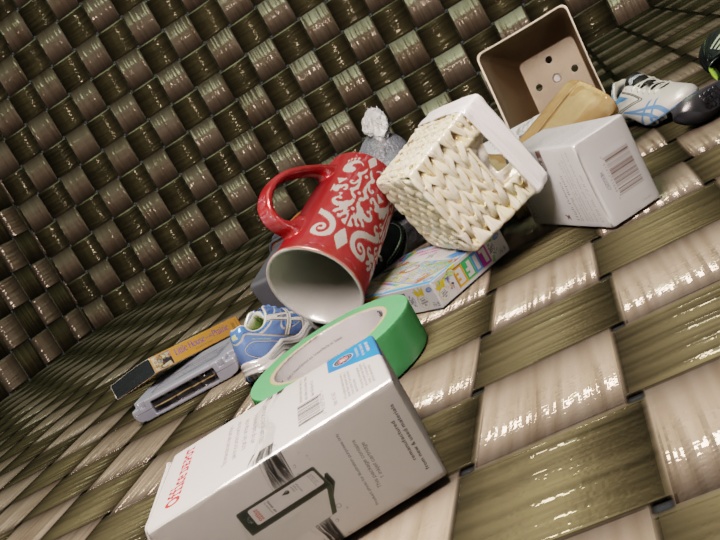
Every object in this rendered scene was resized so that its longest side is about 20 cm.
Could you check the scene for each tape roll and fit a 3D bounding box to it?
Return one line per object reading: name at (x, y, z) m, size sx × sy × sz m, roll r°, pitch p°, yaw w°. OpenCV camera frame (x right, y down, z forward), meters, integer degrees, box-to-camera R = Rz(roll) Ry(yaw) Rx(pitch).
tape roll at (-0.024, 0.099, 0.909) m, size 0.198 × 0.049 × 0.201 m, roll -30°, pitch 11°, yaw 6°

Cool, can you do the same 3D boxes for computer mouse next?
computer mouse at (0.483, -0.231, 1.068) m, size 0.197 × 0.034 × 0.059 m, roll -27°, pitch -15°, yaw -3°

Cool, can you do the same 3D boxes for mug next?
mug at (-0.031, -0.065, 1.085) m, size 0.131 × 0.179 × 0.202 m, roll 1°, pitch 45°, yaw 25°

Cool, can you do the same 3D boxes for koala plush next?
koala plush at (0.053, -0.154, 1.381) m, size 0.181 × 0.179 × 0.202 m, roll -23°, pitch 45°, yaw 6°

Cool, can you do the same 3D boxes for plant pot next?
plant pot at (0.381, -0.389, 1.709) m, size 0.198 × 0.203 × 0.177 m, roll -25°, pitch 0°, yaw 26°

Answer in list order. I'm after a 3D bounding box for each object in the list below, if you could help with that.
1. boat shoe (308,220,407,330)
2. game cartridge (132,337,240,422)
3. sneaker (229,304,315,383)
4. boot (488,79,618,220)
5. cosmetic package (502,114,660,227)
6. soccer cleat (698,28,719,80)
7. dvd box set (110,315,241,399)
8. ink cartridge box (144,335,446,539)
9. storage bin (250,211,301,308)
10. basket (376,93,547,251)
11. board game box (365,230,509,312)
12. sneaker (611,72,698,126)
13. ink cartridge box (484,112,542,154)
boat shoe at (0.000, 0.000, 1.175) m, size 0.201 × 0.075 × 0.061 m, roll -53°, pitch -13°, yaw -21°
game cartridge at (-0.257, 0.163, 1.335) m, size 0.197 × 0.041 × 0.134 m, roll -29°, pitch 14°, yaw 16°
sneaker at (-0.114, 0.077, 1.199) m, size 0.075 × 0.078 × 0.200 m, roll -26°, pitch 9°, yaw 31°
boot at (0.236, -0.184, 1.185) m, size 0.201 × 0.066 × 0.175 m, roll -49°, pitch 50°, yaw 0°
cosmetic package at (0.245, -0.110, 0.968) m, size 0.073 × 0.103 × 0.200 m, roll -30°, pitch 9°, yaw -9°
soccer cleat at (0.510, -0.297, 1.175) m, size 0.080 × 0.068 × 0.200 m, roll -37°, pitch 7°, yaw 2°
dvd box set at (-0.312, 0.148, 1.439) m, size 0.146 × 0.030 × 0.199 m, roll -33°, pitch -4°, yaw 43°
ink cartridge box at (-0.049, 0.147, 0.637) m, size 0.198 × 0.085 × 0.146 m, roll -32°, pitch 9°, yaw 1°
storage bin at (-0.095, -0.011, 1.438) m, size 0.198 × 0.146 × 0.135 m, roll -23°, pitch 22°, yaw 38°
basket at (0.112, -0.111, 1.018) m, size 0.124 × 0.136 × 0.200 m, roll -46°, pitch 10°, yaw -6°
board game box at (0.079, 0.010, 1.075) m, size 0.134 × 0.035 × 0.199 m, roll -38°, pitch 11°, yaw -31°
sneaker at (0.420, -0.253, 1.228) m, size 0.071 × 0.073 × 0.200 m, roll -30°, pitch 11°, yaw -5°
ink cartridge box at (0.257, -0.176, 1.298) m, size 0.197 × 0.085 × 0.145 m, roll -27°, pitch 11°, yaw 20°
